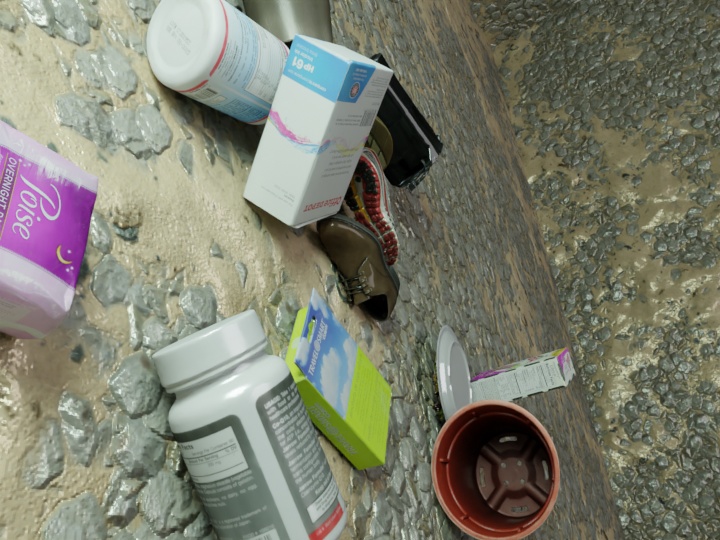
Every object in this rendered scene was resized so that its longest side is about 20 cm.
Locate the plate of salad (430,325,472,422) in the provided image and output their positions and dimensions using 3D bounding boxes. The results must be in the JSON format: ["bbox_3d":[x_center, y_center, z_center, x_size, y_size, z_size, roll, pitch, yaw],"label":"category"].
[{"bbox_3d":[0.158,0.201,1.094,0.199,0.047,0.206,-10,91,-68],"label":"plate of salad"}]

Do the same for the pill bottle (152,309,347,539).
[{"bbox_3d":[-0.096,0.146,0.532,0.205,0.112,0.114,68,25,-4],"label":"pill bottle"}]

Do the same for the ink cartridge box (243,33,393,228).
[{"bbox_3d":[-0.052,-0.170,0.761,0.083,0.204,0.144,28,21,15],"label":"ink cartridge box"}]

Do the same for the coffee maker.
[{"bbox_3d":[0.049,-0.263,1.071,0.201,0.134,0.192,48,3,-17],"label":"coffee maker"}]

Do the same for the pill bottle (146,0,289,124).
[{"bbox_3d":[-0.144,-0.239,0.725,0.199,0.107,0.112,10,62,-62],"label":"pill bottle"}]

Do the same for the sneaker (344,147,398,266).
[{"bbox_3d":[0.023,-0.094,0.953,0.083,0.076,0.204,-65,150,-53],"label":"sneaker"}]

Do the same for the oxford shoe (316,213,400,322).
[{"bbox_3d":[0.000,0.000,0.890,0.201,0.071,0.086,50,35,-34],"label":"oxford shoe"}]

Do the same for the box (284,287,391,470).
[{"bbox_3d":[-0.030,0.136,0.754,0.201,0.047,0.124,54,28,-31],"label":"box"}]

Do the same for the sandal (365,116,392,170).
[{"bbox_3d":[-0.016,-0.229,0.950,0.200,0.080,0.054,45,12,-36],"label":"sandal"}]

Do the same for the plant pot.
[{"bbox_3d":[0.236,0.330,1.011,0.195,0.196,0.206,39,38,-60],"label":"plant pot"}]

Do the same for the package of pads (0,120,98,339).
[{"bbox_3d":[-0.266,-0.047,0.373,0.199,0.074,0.124,38,42,-49],"label":"package of pads"}]

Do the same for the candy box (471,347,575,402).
[{"bbox_3d":[0.321,0.218,1.236,0.136,0.196,0.063,-2,73,-64],"label":"candy box"}]

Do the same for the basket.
[{"bbox_3d":[-0.108,-0.393,0.893,0.179,0.133,0.206,13,63,-59],"label":"basket"}]
